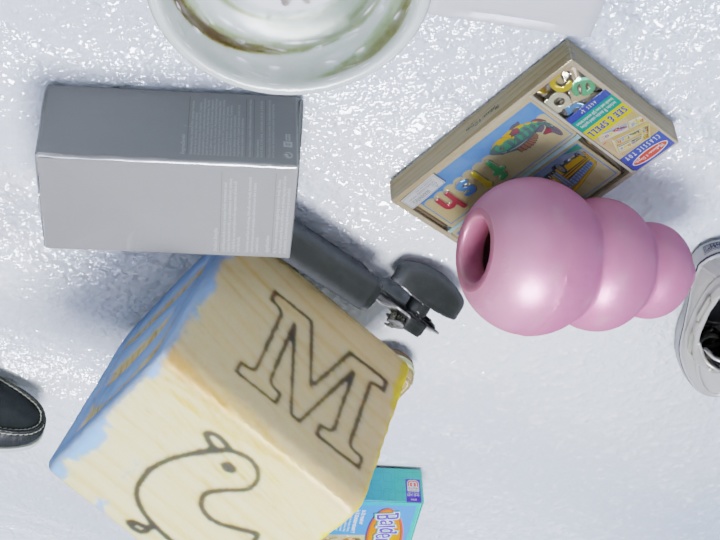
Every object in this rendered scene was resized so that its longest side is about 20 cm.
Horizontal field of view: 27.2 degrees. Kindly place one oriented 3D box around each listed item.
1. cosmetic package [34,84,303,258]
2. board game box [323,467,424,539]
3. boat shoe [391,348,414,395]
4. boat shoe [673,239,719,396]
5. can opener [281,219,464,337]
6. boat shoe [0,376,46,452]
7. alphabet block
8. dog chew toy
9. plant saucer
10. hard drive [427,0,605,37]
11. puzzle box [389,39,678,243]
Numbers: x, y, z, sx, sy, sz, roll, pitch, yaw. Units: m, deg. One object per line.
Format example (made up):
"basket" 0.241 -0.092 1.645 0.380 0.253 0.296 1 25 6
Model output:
"cosmetic package" -0.147 -0.076 1.149 0.198 0.091 0.107 6 138 -5
"board game box" -0.043 0.264 1.559 0.198 0.045 0.153 4 137 -8
"boat shoe" -0.031 0.144 1.404 0.199 0.077 0.072 -31 131 27
"boat shoe" 0.327 0.061 1.340 0.071 0.066 0.201 -4 138 1
"can opener" 0.000 0.000 1.276 0.199 0.053 0.067 28 95 -32
"boat shoe" -0.372 0.107 1.345 0.199 0.076 0.060 20 139 -25
"alphabet block" -0.106 0.121 1.245 0.200 0.197 0.195 39 127 -11
"dog chew toy" 0.179 -0.007 1.187 0.199 0.125 0.125 6 138 -23
"plant saucer" -0.049 -0.212 1.028 0.198 0.050 0.201 -2 139 -1
"hard drive" 0.127 -0.252 1.012 0.131 0.025 0.201 7 137 -11
"puzzle box" 0.137 -0.087 1.196 0.133 0.026 0.200 29 129 -32
